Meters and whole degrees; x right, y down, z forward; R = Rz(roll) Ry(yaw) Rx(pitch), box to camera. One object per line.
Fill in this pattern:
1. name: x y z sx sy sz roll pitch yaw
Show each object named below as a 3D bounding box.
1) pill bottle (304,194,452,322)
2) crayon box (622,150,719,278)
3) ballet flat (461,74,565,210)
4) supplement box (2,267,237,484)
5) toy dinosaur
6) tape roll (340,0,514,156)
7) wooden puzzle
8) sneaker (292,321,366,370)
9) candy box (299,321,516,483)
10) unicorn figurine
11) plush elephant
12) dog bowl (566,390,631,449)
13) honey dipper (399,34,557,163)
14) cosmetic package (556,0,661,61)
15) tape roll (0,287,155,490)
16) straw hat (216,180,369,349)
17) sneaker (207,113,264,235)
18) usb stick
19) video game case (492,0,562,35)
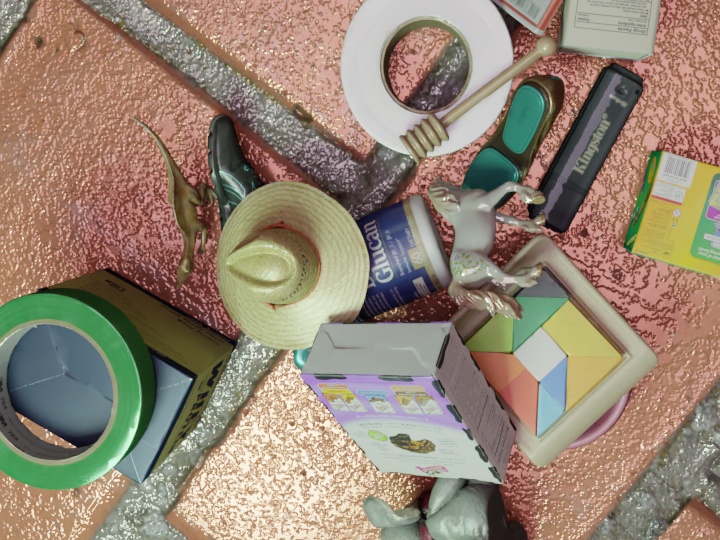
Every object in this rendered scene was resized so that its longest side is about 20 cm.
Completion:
1. pill bottle: 0.000 0.000 1.126 0.197 0.111 0.113 -23 94 9
2. crayon box: 0.414 -0.052 1.100 0.196 0.058 0.121 16 99 4
3. ballet flat: 0.178 -0.143 1.098 0.068 0.072 0.202 43 138 20
4. supplement box: -0.277 0.113 1.126 0.198 0.200 0.136 29 99 2
5. toy dinosaur: -0.210 -0.087 1.144 0.057 0.101 0.204 -11 96 8
6. tape roll: 0.076 -0.234 1.110 0.198 0.071 0.207 1 97 7
7. wooden puzzle: 0.203 0.092 1.079 0.185 0.037 0.200 -44 90 9
8. sneaker: 0.013 0.103 1.154 0.196 0.080 0.079 5 98 7
9. candy box: 0.056 0.144 1.047 0.165 0.072 0.201 -2 138 33
10. unicorn figurine: 0.133 -0.045 1.053 0.134 0.202 0.075 1 139 14
11. plush elephant: 0.094 0.303 1.136 0.152 0.200 0.168 -11 104 26
12. dog bowl: 0.229 0.117 1.134 0.196 0.074 0.205 1 98 6
13. honey dipper: 0.130 -0.193 1.059 0.199 0.038 0.038 -38 92 6
14. cosmetic package: 0.281 -0.341 1.065 0.101 0.087 0.204 9 97 5
15. tape roll: -0.314 0.122 1.006 0.196 0.048 0.205 1 97 6
16. straw hat: -0.095 -0.005 1.053 0.197 0.085 0.206 1 91 24
17. sneaker: -0.137 -0.088 1.160 0.078 0.075 0.204 -10 104 -2
18. usb stick: 0.260 -0.139 1.120 0.055 0.033 0.203 28 99 3
19. video game case: 0.198 -0.380 1.046 0.143 0.017 0.202 47 120 31
